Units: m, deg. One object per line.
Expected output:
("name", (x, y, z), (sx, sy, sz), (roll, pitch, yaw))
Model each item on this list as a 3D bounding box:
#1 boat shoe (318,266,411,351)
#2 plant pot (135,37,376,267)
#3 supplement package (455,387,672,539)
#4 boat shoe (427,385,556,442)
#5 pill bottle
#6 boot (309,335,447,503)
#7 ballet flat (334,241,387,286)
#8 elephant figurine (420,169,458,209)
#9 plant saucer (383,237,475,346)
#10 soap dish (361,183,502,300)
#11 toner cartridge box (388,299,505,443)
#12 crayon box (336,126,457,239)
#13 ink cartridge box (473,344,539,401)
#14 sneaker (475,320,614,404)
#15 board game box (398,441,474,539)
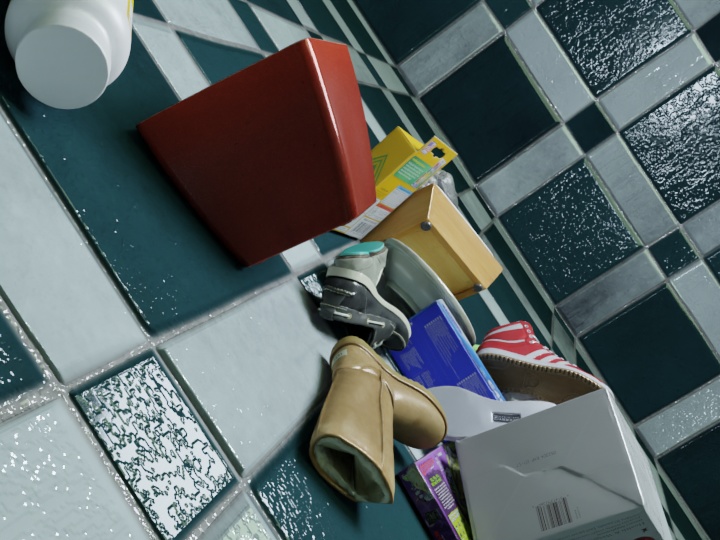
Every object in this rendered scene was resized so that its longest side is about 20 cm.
("boat shoe", (0.004, 0.064, 1.080), (0.200, 0.071, 0.069), (45, 54, -56))
("plant pot", (-0.084, -0.119, 0.939), (0.179, 0.197, 0.200), (66, 15, -6))
("supplement package", (0.242, 0.271, 1.021), (0.200, 0.189, 0.149), (49, 26, -45))
("boat shoe", (0.156, 0.196, 1.100), (0.070, 0.196, 0.072), (92, 3, -50))
("pill bottle", (-0.253, -0.224, 0.770), (0.104, 0.104, 0.201), (44, 20, -36))
("boot", (0.022, 0.172, 0.894), (0.174, 0.066, 0.201), (38, 19, -13))
("ballet flat", (0.000, 0.000, 1.187), (0.200, 0.066, 0.065), (-38, 122, -80))
("elephant figurine", (0.079, -0.119, 1.522), (0.199, 0.139, 0.158), (19, -64, 61))
("plant saucer", (0.086, 0.045, 1.283), (0.201, 0.050, 0.200), (50, -9, 11))
("soap dish", (0.107, -0.027, 1.389), (0.200, 0.156, 0.082), (47, 37, -28))
("toner cartridge box", (0.121, 0.149, 1.172), (0.202, 0.094, 0.043), (59, 15, 7))
("crayon box", (0.038, -0.134, 1.285), (0.052, 0.199, 0.125), (54, 14, 17))
("ink cartridge box", (0.242, 0.202, 1.273), (0.143, 0.085, 0.200), (10, 25, -27))
("sneaker", (0.258, 0.134, 1.226), (0.197, 0.072, 0.113), (19, 27, 8))
("board game box", (0.109, 0.267, 1.026), (0.121, 0.032, 0.200), (64, 16, 11))
